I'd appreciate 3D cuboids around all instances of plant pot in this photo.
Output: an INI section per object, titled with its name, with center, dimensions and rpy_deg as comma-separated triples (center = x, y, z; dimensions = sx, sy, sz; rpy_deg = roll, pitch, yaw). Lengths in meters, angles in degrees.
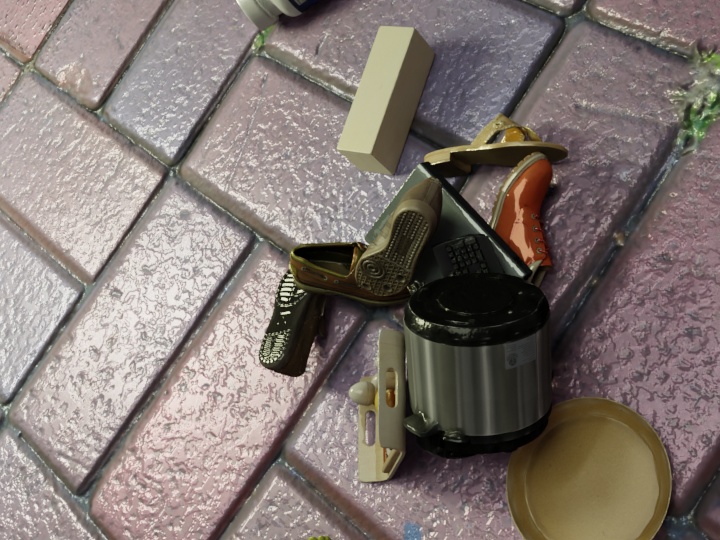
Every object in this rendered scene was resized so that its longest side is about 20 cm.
[plant pot]
center = 0.268, 0.250, 1.254
dimensions = 0.198, 0.027, 0.202
rpy_deg = -12, 64, 26

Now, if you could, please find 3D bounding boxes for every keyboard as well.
[keyboard]
center = 0.134, 0.055, 1.335
dimensions = 0.126, 0.021, 0.201
rpy_deg = -16, 108, 26

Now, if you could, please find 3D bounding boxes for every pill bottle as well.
[pill bottle]
center = -0.104, -0.482, 1.718
dimensions = 0.199, 0.120, 0.120
rpy_deg = -33, 57, 15

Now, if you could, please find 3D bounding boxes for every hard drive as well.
[hard drive]
center = 0.109, -0.021, 1.375
dimensions = 0.200, 0.033, 0.140
rpy_deg = 48, 123, 17

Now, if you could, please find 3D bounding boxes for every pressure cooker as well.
[pressure cooker]
center = 0.138, 0.122, 1.254
dimensions = 0.174, 0.179, 0.202
rpy_deg = -2, 112, 11

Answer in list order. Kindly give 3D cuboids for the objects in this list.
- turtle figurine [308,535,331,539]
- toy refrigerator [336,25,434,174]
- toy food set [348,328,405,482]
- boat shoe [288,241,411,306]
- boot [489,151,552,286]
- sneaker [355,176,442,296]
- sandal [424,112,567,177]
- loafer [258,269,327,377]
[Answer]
[turtle figurine]
center = -0.054, 0.424, 1.350
dimensions = 0.199, 0.064, 0.163
rpy_deg = -29, 50, 28
[toy refrigerator]
center = 0.036, -0.250, 1.567
dimensions = 0.069, 0.076, 0.202
rpy_deg = 11, 77, 33
[toy food set]
center = 0.019, 0.175, 1.344
dimensions = 0.060, 0.200, 0.145
rpy_deg = 3, 67, -5
[boat shoe]
center = 0.000, 0.000, 1.452
dimensions = 0.198, 0.068, 0.073
rpy_deg = 0, 58, 5
[boot]
center = 0.217, -0.050, 1.385
dimensions = 0.107, 0.075, 0.202
rpy_deg = 26, 93, 32
[sneaker]
center = 0.057, -0.040, 1.353
dimensions = 0.070, 0.200, 0.076
rpy_deg = 33, 53, -3
[sandal]
center = 0.180, -0.180, 1.453
dimensions = 0.210, 0.077, 0.070
rpy_deg = -6, 71, 34
[loafer]
center = -0.084, 0.065, 1.516
dimensions = 0.072, 0.071, 0.201
rpy_deg = -2, 53, 38
